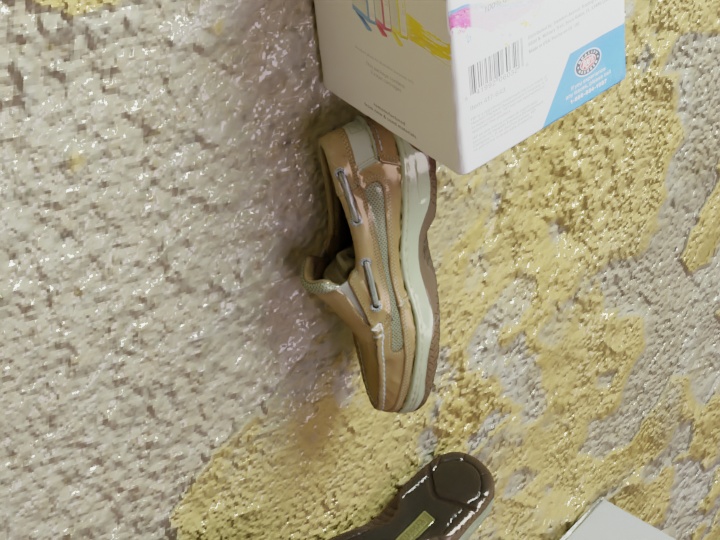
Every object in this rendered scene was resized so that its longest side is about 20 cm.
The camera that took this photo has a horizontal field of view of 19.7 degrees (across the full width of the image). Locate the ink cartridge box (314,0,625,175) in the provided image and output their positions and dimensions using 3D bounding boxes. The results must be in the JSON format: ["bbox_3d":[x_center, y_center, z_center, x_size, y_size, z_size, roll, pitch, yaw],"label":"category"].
[{"bbox_3d":[0.055,-0.182,1.114,0.128,0.125,0.201,-30,134,-27],"label":"ink cartridge box"}]

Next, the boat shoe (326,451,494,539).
[{"bbox_3d":[0.014,0.208,1.395,0.199,0.072,0.076,-34,152,-21],"label":"boat shoe"}]

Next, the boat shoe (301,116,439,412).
[{"bbox_3d":[0.000,0.000,1.233,0.076,0.072,0.201,-15,120,-20],"label":"boat shoe"}]

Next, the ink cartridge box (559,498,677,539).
[{"bbox_3d":[0.225,0.292,1.589,0.087,0.145,0.201,-43,139,-25],"label":"ink cartridge box"}]
